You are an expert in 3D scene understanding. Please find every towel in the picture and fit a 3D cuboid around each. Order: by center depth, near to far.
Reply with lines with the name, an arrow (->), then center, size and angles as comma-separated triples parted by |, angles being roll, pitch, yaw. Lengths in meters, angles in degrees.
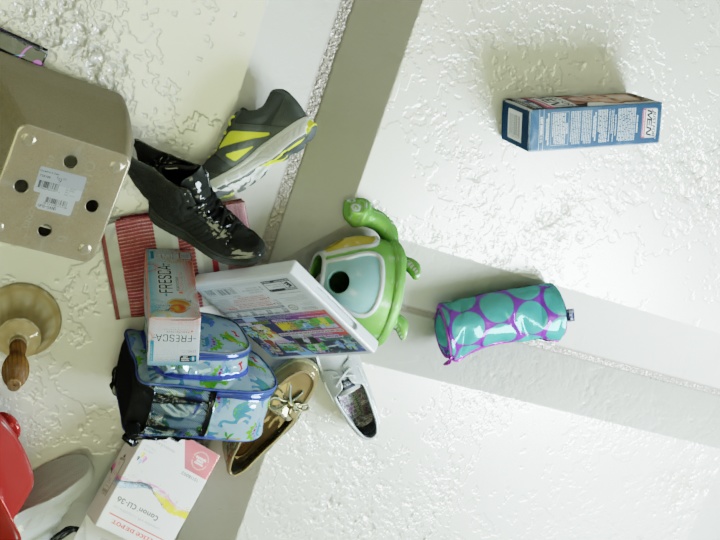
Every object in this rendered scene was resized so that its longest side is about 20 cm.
towel -> -0.244, -0.014, 1.378 | 0.197, 0.023, 0.146 | -9, 113, -11

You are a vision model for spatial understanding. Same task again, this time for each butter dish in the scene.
butter dish -> -0.508, 0.243, 1.336 | 0.197, 0.148, 0.202 | -4, 118, 34

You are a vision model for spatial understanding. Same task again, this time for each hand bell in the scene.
hand bell -> -0.428, 0.100, 1.268 | 0.103, 0.200, 0.106 | -5, 111, -13

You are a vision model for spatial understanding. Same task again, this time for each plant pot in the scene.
plant pot -> -0.375, -0.117, 1.192 | 0.198, 0.177, 0.202 | 16, 106, -36

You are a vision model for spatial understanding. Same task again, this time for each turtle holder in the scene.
turtle holder -> 0.001, 0.007, 1.388 | 0.130, 0.141, 0.188 | 13, 107, -18

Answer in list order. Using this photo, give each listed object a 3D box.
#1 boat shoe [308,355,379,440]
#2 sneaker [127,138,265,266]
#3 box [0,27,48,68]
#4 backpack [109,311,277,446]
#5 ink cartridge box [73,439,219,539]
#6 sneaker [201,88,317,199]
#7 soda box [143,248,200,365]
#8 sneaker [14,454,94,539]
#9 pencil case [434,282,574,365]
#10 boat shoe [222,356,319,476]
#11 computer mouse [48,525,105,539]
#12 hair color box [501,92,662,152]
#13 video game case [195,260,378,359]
boat shoe -> -0.024, 0.160, 1.474 | 0.071, 0.069, 0.202 | -21, 113, -7
sneaker -> -0.206, -0.084, 1.277 | 0.198, 0.060, 0.105 | 25, 137, 7
box -> -0.483, -0.206, 1.235 | 0.142, 0.036, 0.202 | 23, 103, -23
backpack -> -0.214, 0.141, 1.353 | 0.198, 0.183, 0.149 | 12, 107, -24
ink cartridge box -> -0.299, 0.317, 1.420 | 0.116, 0.067, 0.202 | 33, 77, -24
sneaker -> -0.153, -0.162, 1.333 | 0.199, 0.074, 0.085 | -30, 83, 7
soda box -> -0.239, 0.042, 1.279 | 0.063, 0.200, 0.069 | 1, 114, -13
sneaker -> -0.441, 0.350, 1.433 | 0.199, 0.074, 0.116 | -34, 129, -6
pencil case -> 0.208, 0.077, 1.500 | 0.197, 0.085, 0.094 | -9, 83, -11
boat shoe -> -0.125, 0.211, 1.454 | 0.073, 0.063, 0.201 | 31, 108, -19
computer mouse -> -0.363, 0.367, 1.447 | 0.198, 0.034, 0.059 | -16, 106, -30
hair color box -> 0.306, -0.209, 1.418 | 0.197, 0.100, 0.061 | -5, 109, -14
video game case -> -0.101, 0.056, 1.349 | 0.182, 0.198, 0.023 | 46, 54, -33
